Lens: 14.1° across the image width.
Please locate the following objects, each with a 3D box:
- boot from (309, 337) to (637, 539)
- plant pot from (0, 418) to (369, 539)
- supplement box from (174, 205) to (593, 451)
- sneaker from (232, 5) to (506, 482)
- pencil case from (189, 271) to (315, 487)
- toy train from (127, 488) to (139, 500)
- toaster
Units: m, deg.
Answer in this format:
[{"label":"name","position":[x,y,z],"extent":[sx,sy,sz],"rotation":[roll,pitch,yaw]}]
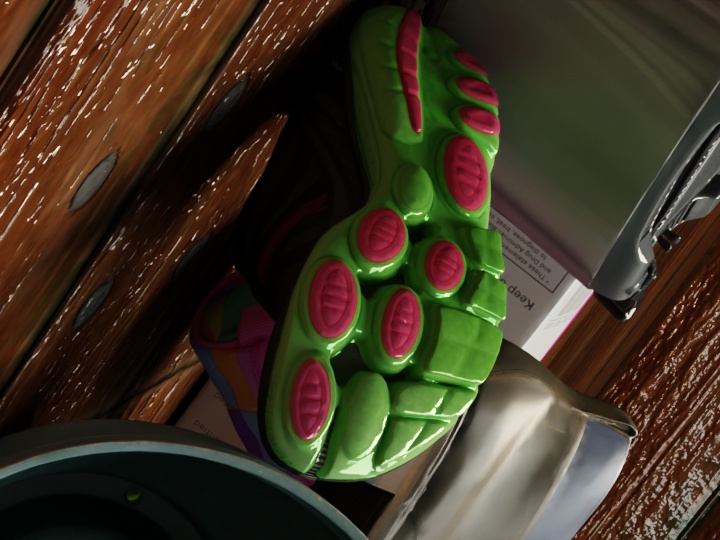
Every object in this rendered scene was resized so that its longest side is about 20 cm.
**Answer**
[{"label":"boot","position":[0.016,0.110,1.030],"extent":[0.200,0.097,0.075],"rotation":[-60,-154,24]},{"label":"plant pot","position":[-0.087,0.134,0.935],"extent":[0.200,0.200,0.134],"rotation":[-51,-162,1]},{"label":"supplement box","position":[0.017,0.031,1.231],"extent":[0.200,0.103,0.101],"rotation":[-54,171,12]},{"label":"sneaker","position":[0.000,0.000,0.963],"extent":[0.084,0.077,0.200],"rotation":[-43,-158,38]},{"label":"pencil case","position":[0.009,0.086,1.104],"extent":[0.088,0.200,0.088],"rotation":[-23,-162,8]},{"label":"toy train","position":[-0.109,0.124,1.106],"extent":[0.200,0.085,0.116],"rotation":[-44,153,-76]},{"label":"toaster","position":[0.090,-0.085,1.046],"extent":[0.114,0.129,0.200],"rotation":[-42,167,-40]}]
